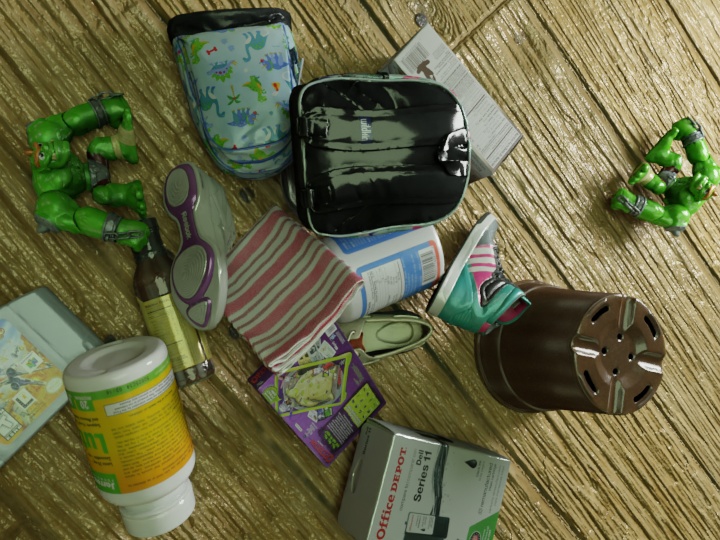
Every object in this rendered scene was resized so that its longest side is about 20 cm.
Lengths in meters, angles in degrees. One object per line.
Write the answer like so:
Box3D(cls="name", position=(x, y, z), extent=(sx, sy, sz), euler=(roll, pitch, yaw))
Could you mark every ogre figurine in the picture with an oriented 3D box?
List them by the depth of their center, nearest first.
Box3D(cls="ogre figurine", position=(-0.311, -0.111, 0.723), extent=(0.118, 0.098, 0.204), euler=(-10, 87, -19))
Box3D(cls="ogre figurine", position=(0.509, -0.146, 1.032), extent=(0.120, 0.098, 0.200), euler=(42, 58, 5))

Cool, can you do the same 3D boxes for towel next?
Box3D(cls="towel", position=(-0.101, 0.013, 0.748), extent=(0.146, 0.200, 0.030), euler=(-46, 141, -6))

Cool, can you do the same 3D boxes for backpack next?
Box3D(cls="backpack", position=(0.021, -0.131, 0.725), extent=(0.196, 0.151, 0.181), euler=(-6, 102, -9))
Box3D(cls="backpack", position=(-0.142, -0.213, 0.780), extent=(0.160, 0.154, 0.204), euler=(-9, 103, -14))

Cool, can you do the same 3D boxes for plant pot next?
Box3D(cls="plant pot", position=(0.294, 0.110, 0.884), extent=(0.197, 0.198, 0.204), euler=(1, 86, -21))

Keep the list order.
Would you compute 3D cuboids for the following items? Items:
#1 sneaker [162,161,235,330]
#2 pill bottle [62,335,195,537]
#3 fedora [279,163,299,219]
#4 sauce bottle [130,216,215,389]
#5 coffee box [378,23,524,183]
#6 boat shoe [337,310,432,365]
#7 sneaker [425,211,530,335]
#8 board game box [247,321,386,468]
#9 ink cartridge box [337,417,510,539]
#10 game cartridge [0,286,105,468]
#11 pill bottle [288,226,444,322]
Box3D(cls="sneaker", position=(-0.176, -0.028, 0.759), extent=(0.099, 0.074, 0.204), euler=(24, 54, -61))
Box3D(cls="pill bottle", position=(-0.248, 0.187, 0.711), extent=(0.109, 0.111, 0.204), euler=(-16, 107, -20))
Box3D(cls="fedora", position=(-0.011, -0.151, 0.842), extent=(0.175, 0.090, 0.202), euler=(29, 77, -16))
Box3D(cls="sauce bottle", position=(-0.232, 0.038, 0.763), extent=(0.064, 0.065, 0.203), euler=(-18, 92, -20))
Box3D(cls="coffee box", position=(0.112, -0.219, 0.881), extent=(0.200, 0.114, 0.080), euler=(45, 73, -13))
Box3D(cls="boat shoe", position=(0.000, 0.093, 0.847), extent=(0.197, 0.062, 0.073), euler=(-8, 91, -19))
Box3D(cls="sneaker", position=(0.180, 0.012, 0.874), extent=(0.120, 0.084, 0.201), euler=(32, 54, 5))
Box3D(cls="board game box", position=(-0.046, 0.151, 0.788), extent=(0.120, 0.032, 0.201), euler=(-47, 136, -19))
Box3D(cls="ink cartridge box", position=(0.086, 0.294, 0.843), extent=(0.197, 0.083, 0.149), euler=(19, 82, -25))
Box3D(cls="game cartridge", position=(-0.396, 0.122, 0.711), extent=(0.200, 0.041, 0.133), euler=(-47, 107, -17))
Box3D(cls="pill bottle", position=(0.000, 0.000, 0.826), extent=(0.197, 0.112, 0.114), euler=(-20, 94, -20))
